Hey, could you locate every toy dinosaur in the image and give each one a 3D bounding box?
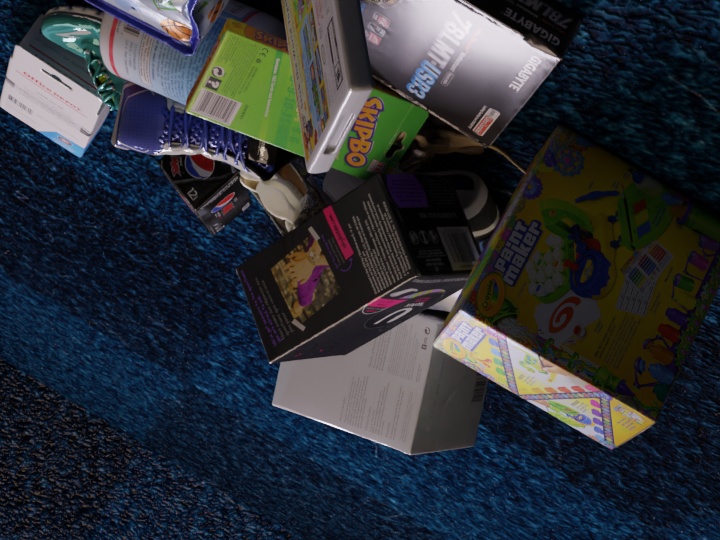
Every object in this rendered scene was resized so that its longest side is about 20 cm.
[{"bbox_3d":[0.077,-0.127,1.497,0.101,0.059,0.200,23,171,-26],"label":"toy dinosaur"}]

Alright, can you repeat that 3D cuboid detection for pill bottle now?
[{"bbox_3d":[-0.136,-0.202,1.506,0.199,0.109,0.109,24,159,17],"label":"pill bottle"}]

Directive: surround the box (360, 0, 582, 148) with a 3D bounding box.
[{"bbox_3d":[0.060,-0.201,1.332,0.198,0.050,0.200,32,160,-3],"label":"box"}]

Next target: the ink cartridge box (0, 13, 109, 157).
[{"bbox_3d":[-0.334,-0.212,1.807,0.116,0.068,0.200,33,160,-8],"label":"ink cartridge box"}]

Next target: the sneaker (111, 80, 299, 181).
[{"bbox_3d":[-0.134,-0.140,1.570,0.198,0.081,0.115,4,-165,-28],"label":"sneaker"}]

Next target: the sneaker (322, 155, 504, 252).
[{"bbox_3d":[0.059,-0.054,1.637,0.199,0.073,0.112,13,155,39],"label":"sneaker"}]

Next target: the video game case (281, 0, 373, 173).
[{"bbox_3d":[-0.031,-0.202,1.278,0.023,0.202,0.182,-6,165,-14],"label":"video game case"}]

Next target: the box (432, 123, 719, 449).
[{"bbox_3d":[0.201,0.016,1.426,0.192,0.201,0.122,30,160,0],"label":"box"}]

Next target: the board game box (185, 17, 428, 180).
[{"bbox_3d":[-0.046,-0.147,1.429,0.199,0.030,0.096,21,127,-17],"label":"board game box"}]

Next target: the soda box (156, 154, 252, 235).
[{"bbox_3d":[-0.169,-0.096,1.771,0.071,0.063,0.200,51,175,5],"label":"soda box"}]

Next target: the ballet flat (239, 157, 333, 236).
[{"bbox_3d":[-0.086,-0.091,1.666,0.072,0.072,0.200,50,180,-44],"label":"ballet flat"}]

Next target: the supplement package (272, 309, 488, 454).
[{"bbox_3d":[0.030,0.109,1.873,0.199,0.153,0.150,16,-173,33],"label":"supplement package"}]

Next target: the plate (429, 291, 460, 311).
[{"bbox_3d":[0.053,0.006,1.688,0.199,0.033,0.200,6,168,39],"label":"plate"}]

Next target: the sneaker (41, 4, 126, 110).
[{"bbox_3d":[-0.250,-0.209,1.684,0.199,0.080,0.078,32,160,-2],"label":"sneaker"}]

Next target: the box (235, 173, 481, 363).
[{"bbox_3d":[0.000,0.000,1.523,0.199,0.107,0.122,-31,163,35],"label":"box"}]

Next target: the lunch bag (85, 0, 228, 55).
[{"bbox_3d":[-0.175,-0.292,1.263,0.199,0.171,0.124,27,155,4],"label":"lunch bag"}]
